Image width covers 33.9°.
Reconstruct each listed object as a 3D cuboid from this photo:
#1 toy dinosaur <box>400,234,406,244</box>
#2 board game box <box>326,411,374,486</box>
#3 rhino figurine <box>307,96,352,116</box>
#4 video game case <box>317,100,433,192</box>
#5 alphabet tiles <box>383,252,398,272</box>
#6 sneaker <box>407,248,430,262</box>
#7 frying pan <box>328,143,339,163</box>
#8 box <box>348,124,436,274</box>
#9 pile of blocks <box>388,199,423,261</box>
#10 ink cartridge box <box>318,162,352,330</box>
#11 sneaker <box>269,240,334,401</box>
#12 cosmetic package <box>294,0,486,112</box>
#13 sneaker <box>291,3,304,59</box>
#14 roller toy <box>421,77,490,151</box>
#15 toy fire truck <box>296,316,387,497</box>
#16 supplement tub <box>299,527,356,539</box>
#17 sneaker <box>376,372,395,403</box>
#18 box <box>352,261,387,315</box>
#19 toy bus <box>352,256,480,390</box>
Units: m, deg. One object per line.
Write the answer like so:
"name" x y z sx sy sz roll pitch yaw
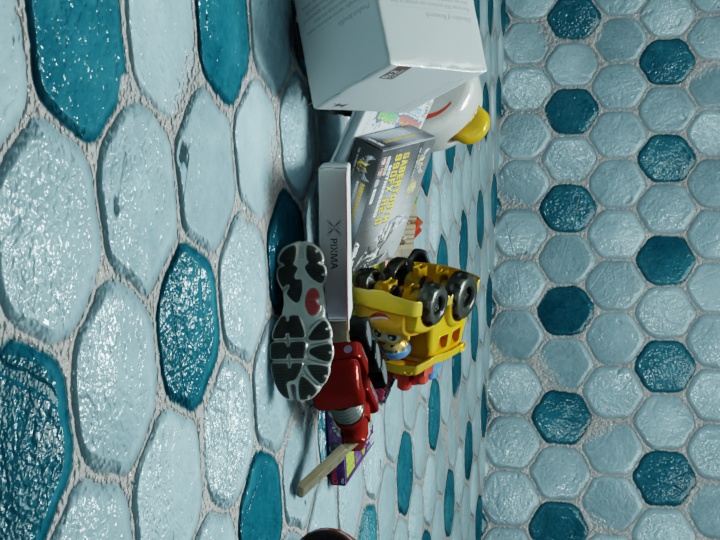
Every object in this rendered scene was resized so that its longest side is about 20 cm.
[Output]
"toy dinosaur" 0.033 -0.111 1.953 0.201 0.047 0.089 -102 166 -57
"board game box" -0.014 0.241 1.826 0.200 0.032 0.121 -38 130 -74
"rhino figurine" -0.035 -0.259 1.636 0.200 0.059 0.088 -18 105 -75
"video game case" 0.026 -0.182 1.683 0.200 0.024 0.183 4 112 -66
"alphabet tiles" 0.023 0.053 1.876 0.200 0.007 0.168 -58 170 -67
"sneaker" 0.070 0.034 1.938 0.201 0.076 0.084 -67 161 -51
"frying pan" 0.003 -0.186 1.706 0.191 0.031 0.115 -60 161 0
"box" 0.024 -0.099 1.681 0.158 0.048 0.201 -21 135 -56
"pile of blocks" 0.078 -0.102 2.066 0.082 0.062 0.201 -102 -166 -54
"ink cartridge box" -0.033 -0.034 1.525 0.174 0.043 0.202 -77 166 -81
"sneaker" -0.066 0.066 1.490 0.083 0.080 0.202 65 28 -74
"cosmetic package" 0.032 -0.318 1.479 0.164 0.164 0.202 -4 80 -37
"sneaker" -0.031 -0.341 1.578 0.200 0.082 0.072 -61 149 -53
"roller toy" 0.115 -0.300 1.999 0.140 0.198 0.184 43 43 -74
"toy fire truck" -0.035 0.188 1.583 0.176 0.127 0.202 70 15 -57
"supplement tub" -0.026 0.419 1.611 0.200 0.106 0.108 60 33 -65
"sneaker" 0.027 0.141 1.862 0.200 0.074 0.081 -55 169 -78
"box" 0.000 0.000 1.819 0.200 0.050 0.076 -58 147 -68
"toy bus" 0.072 0.090 1.718 0.199 0.135 0.194 -16 117 -56
